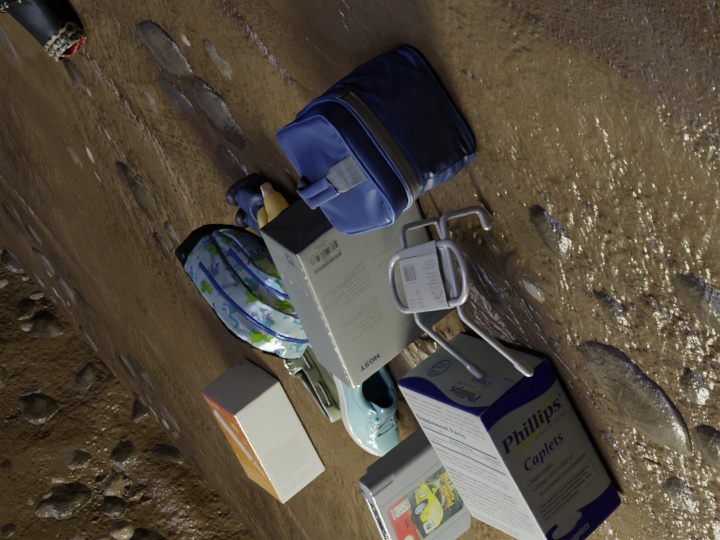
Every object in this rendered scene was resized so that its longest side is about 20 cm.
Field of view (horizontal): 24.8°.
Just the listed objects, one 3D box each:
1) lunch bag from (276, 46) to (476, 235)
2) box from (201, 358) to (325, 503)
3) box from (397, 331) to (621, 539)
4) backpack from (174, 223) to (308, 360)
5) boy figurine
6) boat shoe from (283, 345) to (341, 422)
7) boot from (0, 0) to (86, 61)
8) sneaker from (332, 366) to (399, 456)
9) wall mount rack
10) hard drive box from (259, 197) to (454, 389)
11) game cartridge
[{"bbox_3d":[0.002,-0.117,1.588,0.137,0.132,0.200,55,161,-7],"label":"lunch bag"},{"bbox_3d":[-0.161,0.266,2.722,0.124,0.097,0.201,26,147,54],"label":"box"},{"bbox_3d":[0.161,0.187,1.786,0.201,0.105,0.183,60,160,-21],"label":"box"},{"bbox_3d":[-0.129,0.029,2.127,0.162,0.154,0.201,26,-150,-39],"label":"backpack"},{"bbox_3d":[-0.092,-0.055,2.038,0.199,0.064,0.125,32,152,46],"label":"boy figurine"},{"bbox_3d":[-0.076,0.124,2.316,0.200,0.062,0.072,49,161,16],"label":"boat shoe"},{"bbox_3d":[-0.478,-0.371,2.400,0.154,0.073,0.203,52,163,-6],"label":"boot"},{"bbox_3d":[0.018,0.183,2.180,0.082,0.074,0.201,36,156,49],"label":"sneaker"},{"bbox_3d":[0.099,0.029,1.649,0.200,0.074,0.176,168,90,-70],"label":"wall mount rack"},{"bbox_3d":[0.000,0.000,1.767,0.077,0.155,0.201,32,152,47],"label":"hard drive box"},{"bbox_3d":[0.078,0.302,2.146,0.041,0.133,0.201,33,154,43],"label":"game cartridge"}]
